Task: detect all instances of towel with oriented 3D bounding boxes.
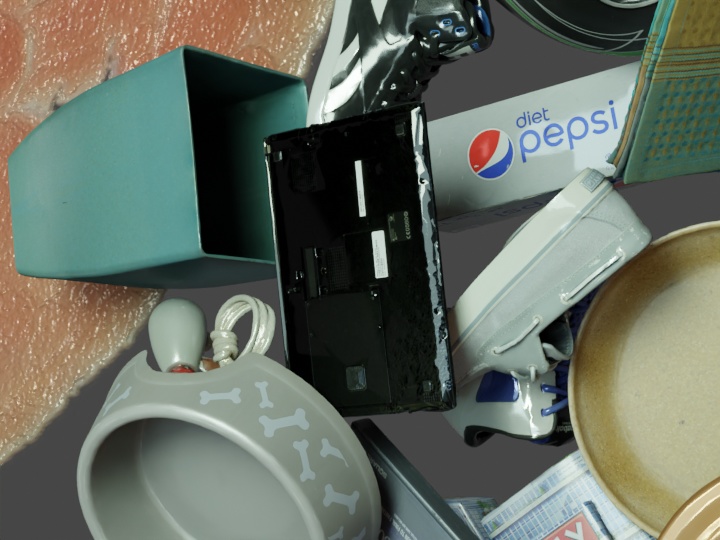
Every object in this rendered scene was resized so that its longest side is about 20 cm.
[{"bbox_3d":[0.225,-0.144,0.924,0.022,0.145,0.202,54,141,47],"label":"towel"}]

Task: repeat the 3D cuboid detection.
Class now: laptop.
[{"bbox_3d":[0.000,0.000,1.028,0.199,0.103,0.180,-9,87,41],"label":"laptop"}]

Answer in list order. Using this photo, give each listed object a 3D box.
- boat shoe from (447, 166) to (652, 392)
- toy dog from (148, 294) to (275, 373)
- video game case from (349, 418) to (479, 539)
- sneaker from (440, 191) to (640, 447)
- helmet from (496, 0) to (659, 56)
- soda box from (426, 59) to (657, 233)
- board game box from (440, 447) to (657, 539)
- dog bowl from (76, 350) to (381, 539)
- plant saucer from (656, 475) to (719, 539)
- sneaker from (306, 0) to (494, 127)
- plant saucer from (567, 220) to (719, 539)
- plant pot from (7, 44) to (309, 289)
[{"bbox_3d":[0.097,0.030,0.973,0.071,0.070,0.201,43,123,7],"label":"boat shoe"},{"bbox_3d":[-0.097,0.122,1.161,0.131,0.096,0.202,-6,69,35],"label":"toy dog"},{"bbox_3d":[0.012,0.219,1.058,0.143,0.019,0.202,45,128,39],"label":"video game case"},{"bbox_3d":[0.119,0.045,1.050,0.199,0.080,0.116,-46,70,24],"label":"sneaker"},{"bbox_3d":[0.158,-0.223,0.984,0.189,0.200,0.202,23,97,-10],"label":"helmet"},{"bbox_3d":[0.129,-0.080,1.058,0.198,0.063,0.069,-15,80,27],"label":"soda box"},{"bbox_3d":[0.105,0.203,1.044,0.200,0.062,0.201,-40,69,19],"label":"board game box"},{"bbox_3d":[-0.088,0.142,1.015,0.198,0.059,0.202,14,125,20],"label":"dog bowl"},{"bbox_3d":[0.259,0.209,0.945,0.198,0.032,0.203,0,90,12],"label":"plant saucer"},{"bbox_3d":[0.032,-0.132,1.111,0.111,0.073,0.203,6,86,30],"label":"sneaker"},{"bbox_3d":[0.226,0.071,0.988,0.198,0.035,0.203,0,90,15],"label":"plant saucer"},{"bbox_3d":[-0.150,-0.056,1.171,0.198,0.141,0.143,-13,79,34],"label":"plant pot"}]
